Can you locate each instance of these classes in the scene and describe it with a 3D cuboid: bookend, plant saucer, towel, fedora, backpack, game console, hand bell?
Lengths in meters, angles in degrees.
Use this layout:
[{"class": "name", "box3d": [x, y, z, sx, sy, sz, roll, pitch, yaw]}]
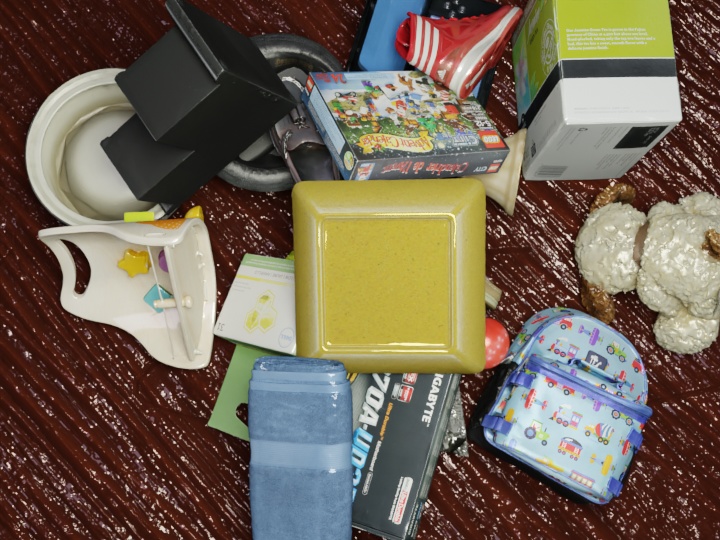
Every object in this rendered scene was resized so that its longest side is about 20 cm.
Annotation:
[{"class": "bookend", "box3d": [-0.193, -0.156, 0.932, 0.200, 0.199, 0.092, -38, 82, 14]}, {"class": "plant saucer", "box3d": [0.028, 0.010, 0.924, 0.198, 0.048, 0.202, -1, 97, 5]}, {"class": "towel", "box3d": [-0.058, 0.189, 0.923, 0.111, 0.048, 0.202, 1, 93, 23]}, {"class": "fedora", "box3d": [-0.105, -0.179, 1.094, 0.198, 0.092, 0.203, 1, 83, -9]}, {"class": "backpack", "box3d": [0.240, 0.140, 1.033, 0.182, 0.135, 0.201, 30, 78, 4]}, {"class": "game console", "box3d": [0.087, -0.273, 1.114, 0.174, 0.116, 0.202, 17, 79, 1]}, {"class": "hand bell", "box3d": [0.093, -0.132, 1.108, 0.198, 0.104, 0.105, 9, 78, 8]}]

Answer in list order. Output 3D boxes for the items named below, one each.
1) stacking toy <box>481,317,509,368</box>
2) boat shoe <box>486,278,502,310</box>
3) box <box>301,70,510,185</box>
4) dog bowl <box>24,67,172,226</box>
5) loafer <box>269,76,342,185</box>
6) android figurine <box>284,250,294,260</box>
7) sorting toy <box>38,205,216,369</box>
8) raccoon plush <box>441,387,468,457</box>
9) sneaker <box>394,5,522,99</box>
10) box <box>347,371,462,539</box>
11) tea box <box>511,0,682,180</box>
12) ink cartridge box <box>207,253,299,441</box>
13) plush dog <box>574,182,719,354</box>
[{"class": "stacking toy", "box3d": [0.076, 0.028, 0.980, 0.200, 0.085, 0.086, 38, 79, 5]}, {"class": "boat shoe", "box3d": [0.097, -0.036, 1.090, 0.200, 0.074, 0.066, 42, 85, 5]}, {"class": "box", "box3d": [0.050, -0.162, 1.014, 0.198, 0.038, 0.137, -8, 54, -29]}, {"class": "dog bowl", "box3d": [-0.287, -0.131, 1.089, 0.198, 0.074, 0.202, 1, 78, -3]}, {"class": "loafer", "box3d": [-0.052, -0.124, 1.016, 0.071, 0.063, 0.202, -17, 87, -11]}, {"class": "android figurine", "box3d": [0.000, 0.000, 1.061, 0.181, 0.041, 0.202, -17, 87, 20]}, {"class": "sorting toy", "box3d": [-0.261, 0.003, 1.025, 0.178, 0.201, 0.107, 3, 44, 4]}, {"class": "raccoon plush", "box3d": [0.047, 0.145, 1.052, 0.133, 0.097, 0.202, -8, 70, 4]}, {"class": "sneaker", "box3d": [0.113, -0.284, 1.076, 0.115, 0.079, 0.200, 31, 38, 6]}, {"class": "box", "box3d": [0.008, 0.171, 0.983, 0.158, 0.046, 0.202, 13, 76, 21]}, {"class": "tea box", "box3d": [0.266, -0.229, 1.072, 0.132, 0.200, 0.199, -1, 77, -4]}, {"class": "ink cartridge box", "box3d": [-0.108, 0.087, 1.027, 0.145, 0.048, 0.202, 9, 72, 45]}, {"class": "plush dog", "box3d": [0.336, -0.017, 1.074, 0.170, 0.160, 0.202, 7, 78, 22]}]
